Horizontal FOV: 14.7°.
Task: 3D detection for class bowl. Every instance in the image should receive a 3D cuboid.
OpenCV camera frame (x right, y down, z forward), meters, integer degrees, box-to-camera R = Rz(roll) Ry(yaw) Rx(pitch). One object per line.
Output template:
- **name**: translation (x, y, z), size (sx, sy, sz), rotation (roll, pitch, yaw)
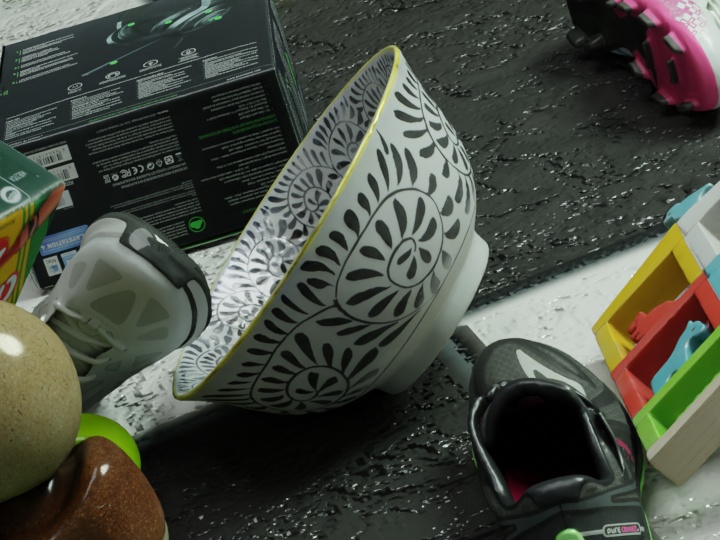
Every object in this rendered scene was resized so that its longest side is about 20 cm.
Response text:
- **bowl**: translation (0.000, 0.000, 1.352), size (0.201, 0.094, 0.201), rotation (-55, 10, 14)

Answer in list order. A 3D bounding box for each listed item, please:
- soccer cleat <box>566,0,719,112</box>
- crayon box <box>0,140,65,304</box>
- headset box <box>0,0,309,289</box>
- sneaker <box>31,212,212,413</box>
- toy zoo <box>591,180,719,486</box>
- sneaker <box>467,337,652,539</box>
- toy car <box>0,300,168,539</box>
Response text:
- **soccer cleat**: translation (0.183, -0.149, 1.611), size (0.086, 0.070, 0.200), rotation (-23, 25, -11)
- **crayon box**: translation (-0.226, 0.042, 1.372), size (0.051, 0.200, 0.127), rotation (31, 26, 10)
- **headset box**: translation (-0.123, -0.090, 1.657), size (0.174, 0.093, 0.200), rotation (-17, 24, 2)
- **sneaker**: translation (-0.144, 0.052, 1.351), size (0.115, 0.076, 0.200), rotation (-52, 5, -30)
- **toy zoo**: translation (0.164, 0.008, 1.263), size (0.131, 0.020, 0.200), rotation (-49, 15, 11)
- **sneaker**: translation (0.084, 0.073, 1.197), size (0.077, 0.084, 0.200), rotation (-17, 25, -1)
- **toy car**: translation (-0.183, 0.071, 1.232), size (0.158, 0.200, 0.164), rotation (-16, 24, 2)
